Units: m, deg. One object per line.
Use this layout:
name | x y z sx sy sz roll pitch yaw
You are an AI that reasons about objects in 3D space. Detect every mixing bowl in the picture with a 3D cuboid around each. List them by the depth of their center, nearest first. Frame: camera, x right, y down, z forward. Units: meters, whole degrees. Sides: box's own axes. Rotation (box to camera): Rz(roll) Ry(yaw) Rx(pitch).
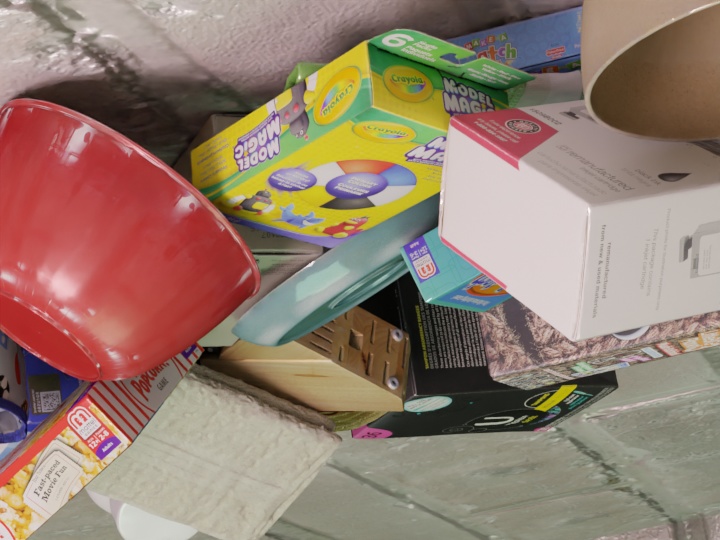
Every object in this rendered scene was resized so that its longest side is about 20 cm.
mixing bowl | -0.173 -0.001 1.208 0.199 0.109 0.200 29 160 12

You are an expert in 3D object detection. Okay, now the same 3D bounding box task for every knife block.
knife block | -0.083 0.073 1.526 0.199 0.064 0.175 28 139 -25

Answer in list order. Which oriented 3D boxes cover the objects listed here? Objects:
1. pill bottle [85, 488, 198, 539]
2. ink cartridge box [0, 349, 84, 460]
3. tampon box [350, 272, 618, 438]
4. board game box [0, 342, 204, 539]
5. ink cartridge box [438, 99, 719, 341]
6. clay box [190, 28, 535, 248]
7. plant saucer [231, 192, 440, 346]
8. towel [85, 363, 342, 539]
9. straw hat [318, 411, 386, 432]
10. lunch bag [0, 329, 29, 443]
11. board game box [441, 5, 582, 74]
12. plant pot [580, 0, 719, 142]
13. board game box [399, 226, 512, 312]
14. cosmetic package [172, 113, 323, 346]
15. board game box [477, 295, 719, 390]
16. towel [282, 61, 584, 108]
pill bottle | -0.189 0.136 1.614 0.110 0.200 0.112 -12 129 -16
ink cartridge box | -0.252 0.073 1.522 0.076 0.138 0.200 -3 162 -23
tampon box | 0.099 0.068 1.693 0.198 0.127 0.150 -1 161 -22
board game box | -0.208 0.128 1.325 0.200 0.046 0.152 -42 -174 24
ink cartridge box | 0.166 -0.040 1.096 0.199 0.083 0.146 -10 -152 -28
clay box | 0.001 -0.076 1.153 0.114 0.048 0.199 14 153 -38
plant saucer | 0.000 0.000 1.348 0.199 0.028 0.200 -33 174 -4
towel | -0.122 0.137 1.484 0.199 0.035 0.133 27 113 -35
straw hat | -0.058 0.048 1.610 0.199 0.086 0.202 6 142 4
lunch bag | -0.288 0.025 1.300 0.123 0.172 0.200 -9 165 17
board game box | 0.112 -0.111 1.287 0.150 0.037 0.200 -12 163 15
plant pot | 0.203 -0.167 0.993 0.198 0.136 0.200 -8 163 -2
board game box | 0.139 -0.038 1.297 0.199 0.045 0.152 -29 169 15
cosmetic package | -0.097 -0.024 1.354 0.072 0.104 0.200 1 159 -23
board game box | 0.186 -0.014 1.410 0.198 0.161 0.097 -15 168 18
towel | 0.041 -0.096 1.216 0.198 0.031 0.149 2 157 -15
